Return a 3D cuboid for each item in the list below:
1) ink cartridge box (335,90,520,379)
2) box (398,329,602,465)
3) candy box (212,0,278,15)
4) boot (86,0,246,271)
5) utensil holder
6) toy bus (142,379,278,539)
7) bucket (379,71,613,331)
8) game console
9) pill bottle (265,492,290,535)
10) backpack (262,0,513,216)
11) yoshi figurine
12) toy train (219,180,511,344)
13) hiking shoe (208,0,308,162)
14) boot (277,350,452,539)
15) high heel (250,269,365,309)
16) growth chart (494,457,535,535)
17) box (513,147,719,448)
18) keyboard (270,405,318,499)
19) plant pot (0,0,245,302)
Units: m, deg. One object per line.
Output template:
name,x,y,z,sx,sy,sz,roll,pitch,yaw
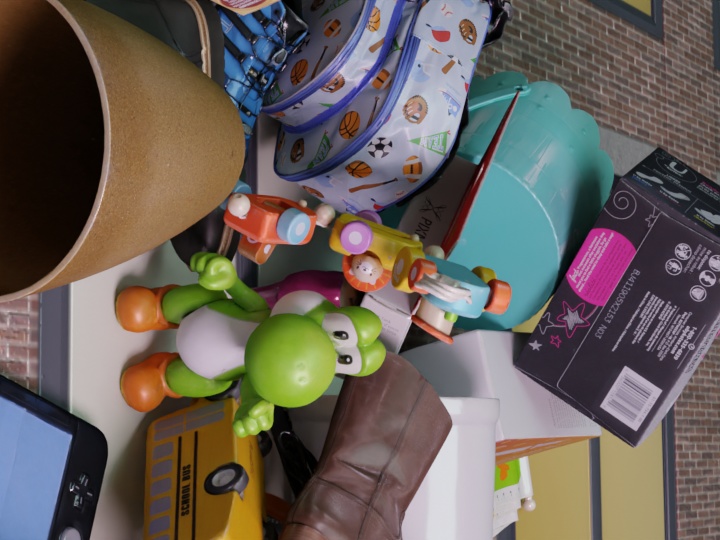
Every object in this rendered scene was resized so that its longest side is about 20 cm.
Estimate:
ink cartridge box,0.051,-0.031,1.333,0.201,0.044,0.177,-64,179,-48
box,0.111,0.117,1.536,0.199,0.124,0.098,7,67,-57
candy box,-0.135,-0.273,1.218,0.199,0.055,0.116,21,68,-40
boot,-0.156,-0.100,1.205,0.138,0.077,0.202,2,74,-53
utensil holder,0.025,0.200,1.366,0.169,0.169,0.202,7,83,-58
toy bus,-0.105,0.151,1.194,0.201,0.078,0.065,-99,168,-59
bucket,0.112,-0.056,1.510,0.135,0.206,0.209,-49,127,-50
game console,-0.196,0.148,1.052,0.200,0.118,0.174,40,54,-50
pill bottle,-0.086,0.243,1.209,0.201,0.105,0.107,-78,150,-58
backpack,0.008,-0.143,1.360,0.153,0.200,0.192,23,56,-28
yoshi figurine,-0.083,0.052,1.170,0.113,0.199,0.113,54,44,-42
toy train,0.000,0.000,1.163,0.150,0.199,0.056,0,113,-58
hiking shoe,-0.084,-0.171,1.303,0.074,0.086,0.202,28,62,-53
boot,0.037,0.171,1.226,0.186,0.064,0.201,45,43,-21
high heel,-0.009,0.026,1.394,0.199,0.095,0.068,14,75,-57
growth chart,0.120,0.198,1.663,0.200,0.018,0.146,-29,110,-57
box,0.242,0.021,1.449,0.115,0.132,0.201,-36,156,-58
keyboard,-0.021,0.186,1.256,0.104,0.039,0.201,81,-12,-68
plant pot,-0.165,-0.078,1.067,0.199,0.185,0.188,-3,89,-60
